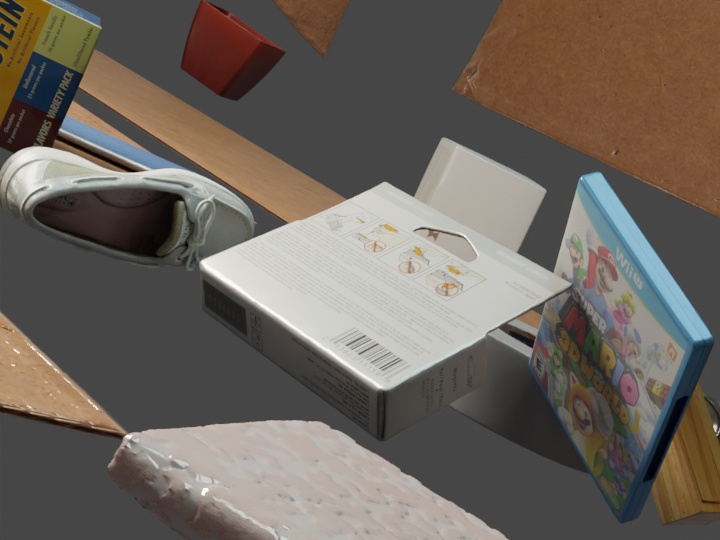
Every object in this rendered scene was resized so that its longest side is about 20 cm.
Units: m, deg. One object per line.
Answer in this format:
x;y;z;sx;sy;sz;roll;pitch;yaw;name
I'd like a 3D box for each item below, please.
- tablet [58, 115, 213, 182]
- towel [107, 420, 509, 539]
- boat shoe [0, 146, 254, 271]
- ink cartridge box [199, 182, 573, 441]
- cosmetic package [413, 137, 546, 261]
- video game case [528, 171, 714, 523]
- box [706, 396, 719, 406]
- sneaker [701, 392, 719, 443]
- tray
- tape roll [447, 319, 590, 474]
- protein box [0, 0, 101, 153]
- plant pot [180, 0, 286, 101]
-0.246;-0.122;1.548;0.198;0.014;0.130;23;8;-15;tablet
0.015;0.125;0.601;0.199;0.033;0.191;29;7;21;towel
-0.159;-0.036;1.014;0.200;0.075;0.065;16;17;-37;boat shoe
0.015;0.019;0.963;0.172;0.044;0.199;-24;39;-33;ink cartridge box
0.181;-0.102;2.303;0.165;0.169;0.200;25;8;-7;cosmetic package
0.164;0.055;0.932;0.018;0.201;0.144;-14;53;-17;video game case
0.444;0.206;1.472;0.156;0.050;0.200;25;7;-7;box
0.241;0.109;1.238;0.106;0.075;0.200;46;-9;-29;sneaker
0.233;0.092;1.088;0.098;0.037;0.202;16;54;-57;tray
0.137;0.091;1.150;0.198;0.067;0.200;25;8;-4;tape roll
-0.354;-0.211;1.309;0.197;0.136;0.200;24;7;-15;protein box
-0.335;-0.539;3.555;0.199;0.177;0.200;35;9;11;plant pot
